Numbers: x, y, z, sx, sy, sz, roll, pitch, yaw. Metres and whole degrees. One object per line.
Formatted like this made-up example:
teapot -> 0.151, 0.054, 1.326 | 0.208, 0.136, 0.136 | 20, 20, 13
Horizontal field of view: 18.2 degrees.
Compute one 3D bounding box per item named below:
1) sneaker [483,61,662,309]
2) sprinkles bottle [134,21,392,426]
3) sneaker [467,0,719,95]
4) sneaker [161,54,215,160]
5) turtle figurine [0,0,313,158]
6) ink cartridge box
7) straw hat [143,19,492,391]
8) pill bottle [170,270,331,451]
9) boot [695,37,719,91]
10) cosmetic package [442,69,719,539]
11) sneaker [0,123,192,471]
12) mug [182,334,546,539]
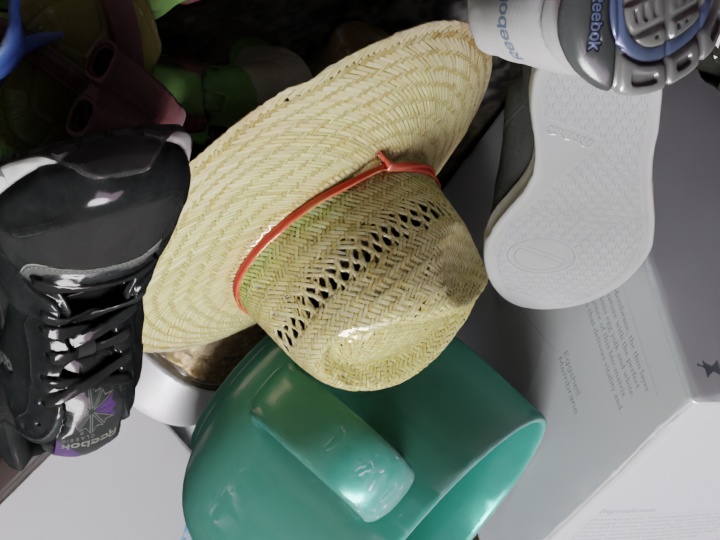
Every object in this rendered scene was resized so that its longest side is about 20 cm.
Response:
sneaker -> 0.090, -0.068, 0.945 | 0.070, 0.100, 0.200 | 2, 145, -1
sprinkles bottle -> -0.041, -0.019, 1.012 | 0.068, 0.068, 0.200 | 14, 126, -44
sneaker -> 0.121, -0.124, 0.823 | 0.199, 0.075, 0.087 | -24, -158, -35
sneaker -> -0.129, -0.017, 1.003 | 0.076, 0.084, 0.200 | 6, 146, -34
turtle figurine -> -0.121, -0.090, 0.841 | 0.193, 0.145, 0.200 | -15, 172, -40
ink cartridge box -> -0.133, 0.179, 1.138 | 0.146, 0.200, 0.147 | -46, -165, -29
straw hat -> 0.000, 0.000, 0.893 | 0.201, 0.085, 0.201 | -35, 160, -15
pill bottle -> -0.061, 0.072, 1.178 | 0.110, 0.111, 0.200 | -6, 152, -17
boot -> 0.175, -0.077, 0.967 | 0.199, 0.139, 0.077 | -9, 168, 6
cosmetic package -> 0.131, 0.019, 1.079 | 0.122, 0.200, 0.200 | -1, 151, -25
sneaker -> -0.094, 0.015, 0.780 | 0.075, 0.088, 0.200 | -12, 167, -21
mug -> -0.003, 0.077, 1.004 | 0.152, 0.114, 0.185 | -37, 161, -37
